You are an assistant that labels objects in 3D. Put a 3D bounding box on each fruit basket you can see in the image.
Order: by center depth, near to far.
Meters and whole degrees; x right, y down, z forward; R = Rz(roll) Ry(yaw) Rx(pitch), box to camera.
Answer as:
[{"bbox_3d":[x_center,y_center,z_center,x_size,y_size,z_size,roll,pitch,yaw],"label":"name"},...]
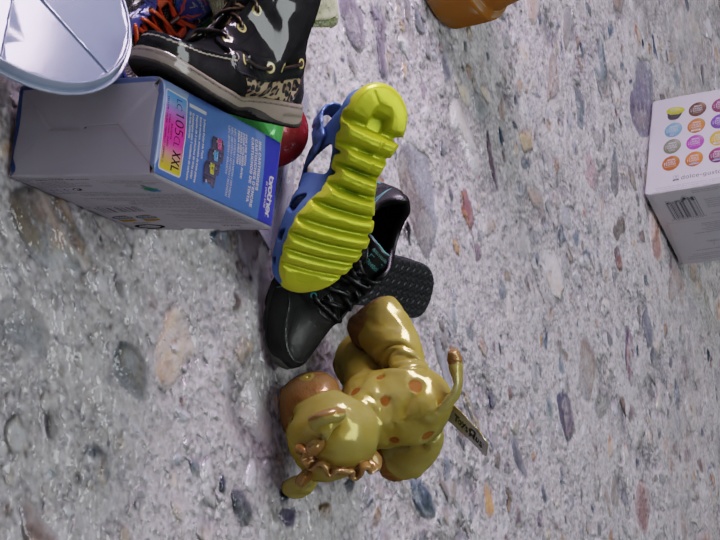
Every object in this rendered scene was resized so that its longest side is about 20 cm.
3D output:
[{"bbox_3d":[-0.096,-0.138,1.497,0.201,0.093,0.187,70,26,-57],"label":"fruit basket"}]

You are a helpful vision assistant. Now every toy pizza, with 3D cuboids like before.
[{"bbox_3d":[-0.248,-0.200,1.179,0.199,0.032,0.201,31,38,-27],"label":"toy pizza"}]

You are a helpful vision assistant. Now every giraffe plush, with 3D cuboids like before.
[{"bbox_3d":[-0.005,0.138,1.537,0.161,0.199,0.174,-17,117,-29],"label":"giraffe plush"}]

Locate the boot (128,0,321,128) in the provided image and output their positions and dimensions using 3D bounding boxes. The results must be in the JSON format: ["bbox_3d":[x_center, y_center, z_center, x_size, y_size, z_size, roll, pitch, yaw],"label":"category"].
[{"bbox_3d":[-0.090,-0.196,1.265,0.199,0.073,0.152,14,93,-57],"label":"boot"}]

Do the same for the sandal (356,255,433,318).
[{"bbox_3d":[0.000,0.001,1.659,0.200,0.048,0.076,30,78,-51],"label":"sandal"}]

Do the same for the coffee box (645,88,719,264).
[{"bbox_3d":[0.590,-0.157,2.722,0.200,0.198,0.199,52,39,-45],"label":"coffee box"}]

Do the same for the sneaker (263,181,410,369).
[{"bbox_3d":[-0.022,0.001,1.541,0.075,0.079,0.201,39,72,-41],"label":"sneaker"}]

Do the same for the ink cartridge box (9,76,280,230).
[{"bbox_3d":[-0.153,-0.081,1.284,0.200,0.135,0.077,28,67,-59],"label":"ink cartridge box"}]

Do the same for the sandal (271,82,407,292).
[{"bbox_3d":[-0.026,-0.075,1.510,0.079,0.087,0.202,27,87,-31],"label":"sandal"}]

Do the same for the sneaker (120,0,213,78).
[{"bbox_3d":[-0.163,-0.213,1.363,0.076,0.078,0.201,60,34,-36],"label":"sneaker"}]

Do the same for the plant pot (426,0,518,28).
[{"bbox_3d":[0.177,-0.401,1.972,0.200,0.181,0.203,26,61,-59],"label":"plant pot"}]

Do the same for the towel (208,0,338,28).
[{"bbox_3d":[-0.084,-0.268,1.414,0.200,0.036,0.150,-26,94,-61],"label":"towel"}]
